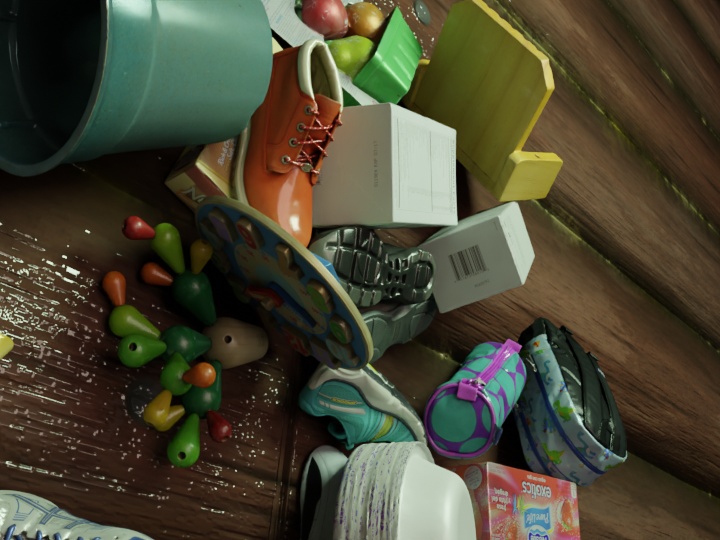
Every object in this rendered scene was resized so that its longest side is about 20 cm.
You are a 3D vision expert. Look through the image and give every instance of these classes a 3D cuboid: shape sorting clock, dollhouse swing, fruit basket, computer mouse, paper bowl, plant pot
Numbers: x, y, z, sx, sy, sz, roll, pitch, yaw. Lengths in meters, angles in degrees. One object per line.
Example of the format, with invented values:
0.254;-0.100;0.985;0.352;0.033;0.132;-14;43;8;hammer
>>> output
-0.070;0.017;0.700;0.039;0.199;0.201;-50;116;-20;shape sorting clock
0.182;-0.224;1.037;0.180;0.177;0.201;-9;50;-49;dollhouse swing
-0.026;-0.276;0.957;0.198;0.094;0.187;32;43;-12;fruit basket
-0.026;0.266;0.767;0.109;0.043;0.205;24;59;-41;computer mouse
0.050;0.264;0.756;0.200;0.102;0.206;-6;90;-75;paper bowl
-0.183;-0.180;0.642;0.194;0.198;0.205;-11;84;-54;plant pot

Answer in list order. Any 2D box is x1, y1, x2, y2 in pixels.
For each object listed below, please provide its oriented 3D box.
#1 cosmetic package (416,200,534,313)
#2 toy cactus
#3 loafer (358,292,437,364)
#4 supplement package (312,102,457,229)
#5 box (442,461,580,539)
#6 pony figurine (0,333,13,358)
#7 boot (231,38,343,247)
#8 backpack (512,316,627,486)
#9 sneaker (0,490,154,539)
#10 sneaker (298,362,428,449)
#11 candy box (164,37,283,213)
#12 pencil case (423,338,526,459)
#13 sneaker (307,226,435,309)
0.145;-0.023;0.982;0.087;0.106;0.200;69;19;-2;cosmetic package
-0.135;0.057;0.695;0.164;0.101;0.204;7;62;-58;toy cactus
0.008;0.056;0.887;0.198;0.062;0.073;-17;129;-49;loafer
0.023;-0.102;0.861;0.199;0.107;0.117;-3;92;-65;supplement package
0.163;0.286;0.936;0.198;0.101;0.097;24;58;-43;box
-0.296;0.103;0.451;0.192;0.165;0.203;35;35;-40;pony figurine
-0.060;-0.109;0.738;0.074;0.106;0.205;7;73;-50;boot
0.272;0.187;1.065;0.163;0.154;0.201;42;10;-26;backpack
-0.199;0.196;0.558;0.198;0.087;0.077;27;58;-39;sneaker
0.004;0.146;0.836;0.200;0.080;0.078;45;0;-45;sneaker
-0.103;-0.125;0.818;0.115;0.055;0.202;45;47;-28;candy box
0.138;0.144;0.939;0.084;0.094;0.200;28;18;14;pencil case
0.000;0.000;0.825;0.199;0.078;0.077;16;85;-55;sneaker
